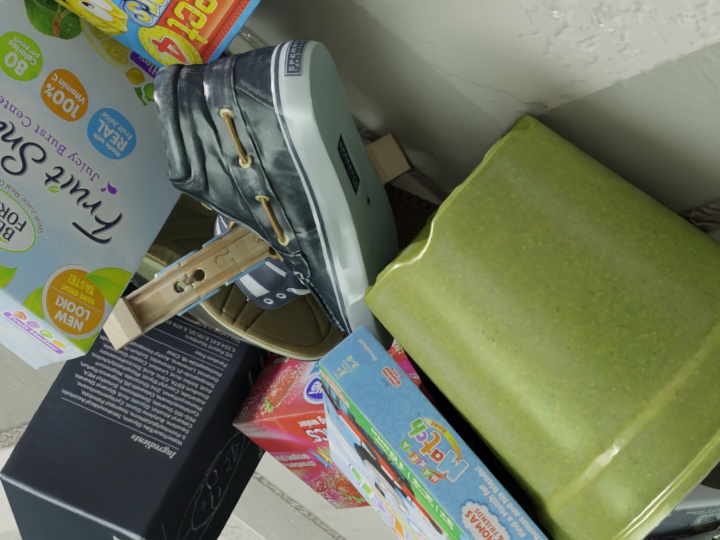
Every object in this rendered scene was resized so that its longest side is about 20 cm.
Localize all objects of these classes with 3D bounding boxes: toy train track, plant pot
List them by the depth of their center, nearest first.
[{"bbox_3d":[0.110,0.026,1.346,0.184,0.200,0.200,41,154,1],"label":"plant pot"},{"bbox_3d":[-0.062,-0.015,1.445,0.115,0.200,0.033,59,-167,2],"label":"toy train track"}]

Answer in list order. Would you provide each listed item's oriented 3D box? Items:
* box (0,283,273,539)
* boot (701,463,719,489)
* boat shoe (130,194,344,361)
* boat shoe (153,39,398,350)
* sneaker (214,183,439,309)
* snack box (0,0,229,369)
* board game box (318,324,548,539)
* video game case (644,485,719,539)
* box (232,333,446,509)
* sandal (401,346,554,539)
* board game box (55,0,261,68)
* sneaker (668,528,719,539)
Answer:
[{"bbox_3d":[-0.131,0.103,1.684,0.107,0.200,0.149,22,153,14],"label":"box"},{"bbox_3d":[0.211,0.113,1.502,0.097,0.075,0.200,45,148,-23],"label":"boot"},{"bbox_3d":[-0.095,-0.003,1.613,0.200,0.072,0.066,30,160,11],"label":"boat shoe"},{"bbox_3d":[-0.041,-0.037,1.382,0.091,0.071,0.201,-4,130,18],"label":"boat shoe"},{"bbox_3d":[0.000,0.000,1.512,0.200,0.070,0.109,34,150,6],"label":"sneaker"},{"bbox_3d":[-0.177,-0.076,1.407,0.169,0.200,0.068,39,153,-21],"label":"snack box"},{"bbox_3d":[0.039,0.123,1.418,0.151,0.037,0.200,49,170,15],"label":"board game box"},{"bbox_3d":[0.121,0.169,1.618,0.199,0.023,0.182,-5,160,-10],"label":"video game case"},{"bbox_3d":[0.026,0.077,1.598,0.100,0.096,0.200,41,152,-24],"label":"box"},{"bbox_3d":[0.092,0.087,1.437,0.201,0.075,0.048,51,156,-23],"label":"sandal"},{"bbox_3d":[-0.125,-0.198,1.299,0.196,0.056,0.200,33,154,-6],"label":"board game box"},{"bbox_3d":[0.200,0.191,1.583,0.200,0.072,0.072,-29,141,27],"label":"sneaker"}]
